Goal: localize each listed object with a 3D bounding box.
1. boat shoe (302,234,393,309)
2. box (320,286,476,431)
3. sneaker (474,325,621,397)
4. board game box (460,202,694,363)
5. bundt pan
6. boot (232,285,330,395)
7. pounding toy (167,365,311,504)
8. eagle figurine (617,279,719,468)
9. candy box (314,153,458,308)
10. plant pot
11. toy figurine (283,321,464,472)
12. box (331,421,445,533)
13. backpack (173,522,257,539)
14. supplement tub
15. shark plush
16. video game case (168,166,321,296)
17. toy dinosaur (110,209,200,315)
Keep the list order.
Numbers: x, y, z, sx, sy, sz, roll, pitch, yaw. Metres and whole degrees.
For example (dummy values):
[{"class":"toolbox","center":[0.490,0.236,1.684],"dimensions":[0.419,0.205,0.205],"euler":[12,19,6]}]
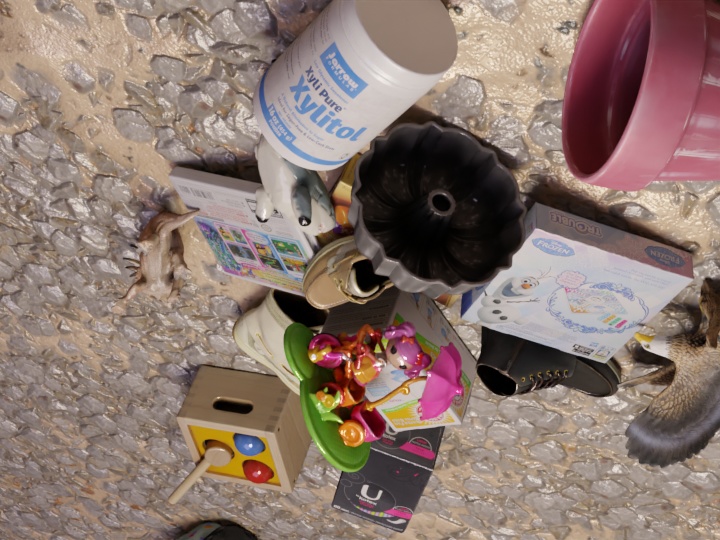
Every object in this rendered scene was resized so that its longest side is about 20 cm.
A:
[{"class":"boat shoe","center":[0.000,0.000,1.446],"dimensions":[0.074,0.067,0.200],"euler":[31,135,-26]},{"class":"box","center":[0.054,0.108,1.622],"dimensions":[0.112,0.102,0.200],"euler":[-11,131,34]},{"class":"sneaker","center":[0.231,0.133,1.567],"dimensions":[0.200,0.106,0.075],"euler":[28,141,-8]},{"class":"board game box","center":[0.247,0.019,1.452],"dimensions":[0.199,0.043,0.199],"euler":[17,143,-14]},{"class":"bundt pan","center":[0.075,-0.058,1.352],"dimensions":[0.201,0.202,0.076],"euler":[26,149,-6]},{"class":"boot","center":[-0.064,0.101,1.686],"dimensions":[0.200,0.072,0.155],"euler":[34,146,-9]},{"class":"pounding toy","center":[-0.196,0.261,1.882],"dimensions":[0.199,0.142,0.184],"euler":[7,139,17]},{"class":"eagle figurine","center":[0.383,0.115,1.456],"dimensions":[0.151,0.151,0.200],"euler":[41,134,35]},{"class":"candy box","center":[0.051,-0.045,1.485],"dimensions":[0.200,0.057,0.117],"euler":[28,140,-6]},{"class":"plant pot","center":[0.303,-0.162,1.142],"dimensions":[0.178,0.201,0.200],"euler":[11,143,-11]},{"class":"toy figurine","center":[0.031,0.122,1.499],"dimensions":[0.184,0.150,0.200],"euler":[-24,99,25]},{"class":"box","center":[0.041,0.280,1.825],"dimensions":[0.122,0.106,0.200],"euler":[19,141,2]},{"class":"backpack","center":[-0.288,0.538,2.254],"dimensions":[0.127,0.167,0.200],"euler":[51,139,-4]},{"class":"supplement tub","center":[-0.009,-0.201,1.272],"dimensions":[0.132,0.132,0.200],"euler":[34,140,-16]},{"class":"shark plush","center":[-0.081,-0.134,1.401],"dimensions":[0.091,0.083,0.201],"euler":[-11,98,52]},{"class":"video game case","center":[-0.129,-0.044,1.550],"dimensions":[0.200,0.024,0.182],"euler":[14,144,37]},{"class":"toy dinosaur","center":[-0.263,-0.022,1.628],"dimensions":[0.086,0.136,0.200],"euler":[15,123,-12]}]
